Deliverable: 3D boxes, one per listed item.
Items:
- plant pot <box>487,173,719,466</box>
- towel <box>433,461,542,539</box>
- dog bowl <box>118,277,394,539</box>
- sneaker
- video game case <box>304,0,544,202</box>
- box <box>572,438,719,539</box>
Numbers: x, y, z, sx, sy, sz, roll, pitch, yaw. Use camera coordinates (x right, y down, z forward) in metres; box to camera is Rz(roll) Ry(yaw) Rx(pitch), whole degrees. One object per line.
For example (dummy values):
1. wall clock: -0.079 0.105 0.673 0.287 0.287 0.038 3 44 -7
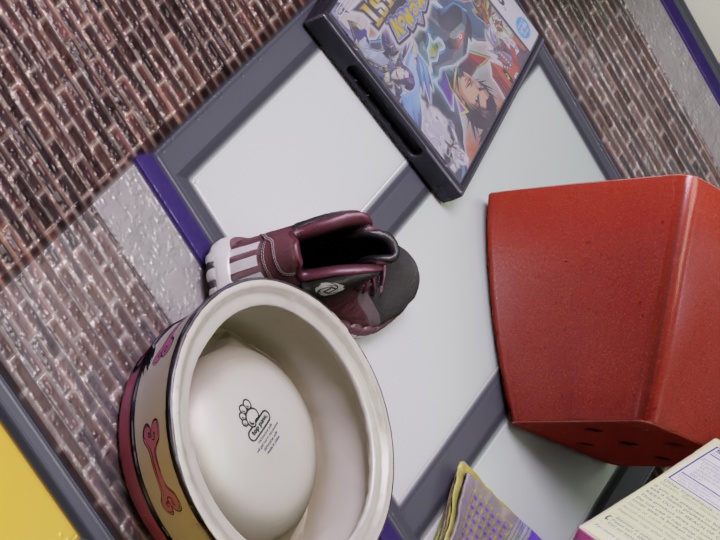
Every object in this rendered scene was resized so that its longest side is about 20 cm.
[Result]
1. plant pot: 0.216 0.048 1.728 0.200 0.199 0.177 25 70 -41
2. towel: 0.112 0.248 1.652 0.200 0.023 0.144 46 45 -27
3. dog bowl: -0.071 0.110 1.456 0.200 0.074 0.201 20 62 -43
4. sneaker: 0.000 0.000 1.545 0.200 0.115 0.076 -2 78 -49
5. video game case: 0.054 -0.182 1.746 0.181 0.025 0.200 51 44 -23
6. box: 0.213 0.240 1.608 0.200 0.097 0.176 -22 138 -50
